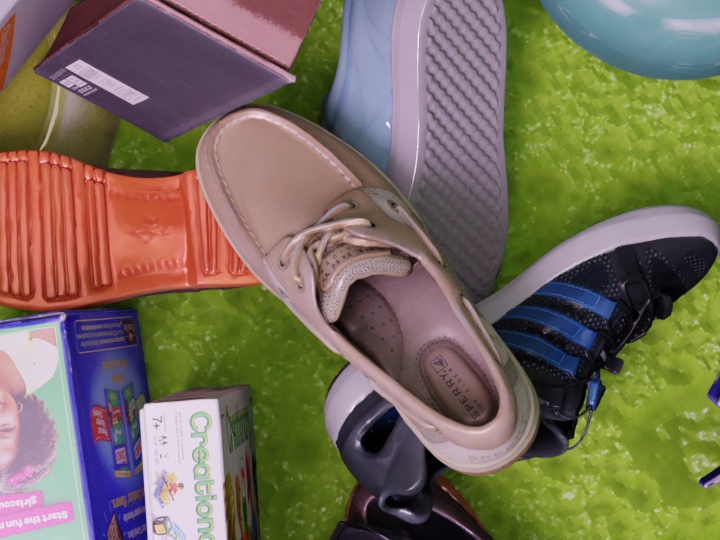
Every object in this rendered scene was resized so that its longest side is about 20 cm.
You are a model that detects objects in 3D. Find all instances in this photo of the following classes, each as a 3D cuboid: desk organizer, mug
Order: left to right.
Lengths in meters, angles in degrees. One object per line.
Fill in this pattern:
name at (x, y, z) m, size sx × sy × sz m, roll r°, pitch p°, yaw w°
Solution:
desk organizer at (-0.072, -0.116, 1.112) m, size 0.071 × 0.200 × 0.077 m, roll 28°, pitch 77°, yaw -15°
mug at (0.132, -0.155, 1.151) m, size 0.185 × 0.114 × 0.152 m, roll -34°, pitch 88°, yaw 2°

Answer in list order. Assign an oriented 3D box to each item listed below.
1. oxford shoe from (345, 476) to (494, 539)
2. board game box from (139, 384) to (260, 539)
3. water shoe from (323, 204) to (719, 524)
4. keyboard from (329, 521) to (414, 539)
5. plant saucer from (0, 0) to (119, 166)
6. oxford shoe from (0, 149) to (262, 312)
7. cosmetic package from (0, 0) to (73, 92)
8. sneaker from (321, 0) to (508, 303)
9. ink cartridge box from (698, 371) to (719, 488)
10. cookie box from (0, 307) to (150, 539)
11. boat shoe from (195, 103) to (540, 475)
oxford shoe at (0.066, 0.169, 1.171) m, size 0.200 × 0.073 × 0.071 m, roll 42°, pitch 92°, yaw 3°
board game box at (-0.065, 0.115, 1.116) m, size 0.034 × 0.200 × 0.127 m, roll -4°, pitch 89°, yaw 1°
water shoe at (0.083, 0.045, 1.155) m, size 0.199 × 0.072 × 0.079 m, roll -28°, pitch 59°, yaw -8°
keyboard at (0.008, 0.215, 1.162) m, size 0.127 × 0.021 × 0.201 m, roll 33°, pitch 115°, yaw 15°
plant saucer at (-0.211, -0.089, 1.213) m, size 0.199 × 0.031 × 0.201 m, roll 0°, pitch 89°, yaw 4°
oxford shoe at (-0.115, -0.014, 1.182) m, size 0.199 × 0.073 × 0.072 m, roll 2°, pitch 85°, yaw -2°
cosmetic package at (-0.160, -0.142, 1.141) m, size 0.071 × 0.101 × 0.200 m, roll 34°, pitch 69°, yaw 1°
sneaker at (0.018, -0.048, 1.190) m, size 0.074 × 0.082 × 0.201 m, roll -3°, pitch 106°, yaw -39°
ink cartridge box at (0.215, 0.017, 1.132) m, size 0.076 × 0.136 × 0.201 m, roll 29°, pitch 91°, yaw 6°
cookie box at (-0.131, 0.121, 1.136) m, size 0.075 × 0.171 × 0.201 m, roll -9°, pitch 88°, yaw 6°
boat shoe at (0.000, 0.000, 1.101) m, size 0.072 × 0.065 × 0.200 m, roll -39°, pitch 72°, yaw -2°
